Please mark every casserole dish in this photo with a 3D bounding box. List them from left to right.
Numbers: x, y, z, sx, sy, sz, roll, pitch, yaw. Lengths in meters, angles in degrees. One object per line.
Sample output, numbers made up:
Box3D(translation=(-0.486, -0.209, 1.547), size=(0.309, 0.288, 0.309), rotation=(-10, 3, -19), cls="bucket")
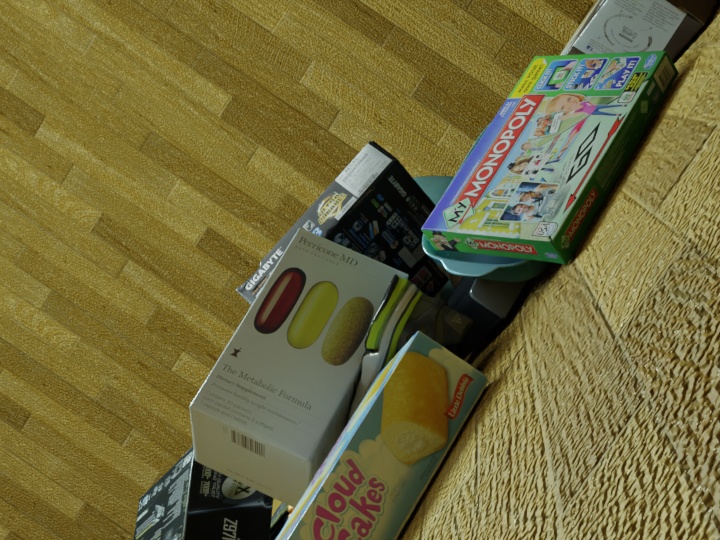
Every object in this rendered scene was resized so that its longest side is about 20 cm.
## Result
Box3D(translation=(0.133, -0.061, 1.086), size=(0.121, 0.039, 0.200), rotation=(6, 52, 37), cls="casserole dish")

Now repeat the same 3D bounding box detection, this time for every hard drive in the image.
Box3D(translation=(0.133, -0.016, 1.159), size=(0.200, 0.042, 0.135), rotation=(-56, 1, -31), cls="hard drive")

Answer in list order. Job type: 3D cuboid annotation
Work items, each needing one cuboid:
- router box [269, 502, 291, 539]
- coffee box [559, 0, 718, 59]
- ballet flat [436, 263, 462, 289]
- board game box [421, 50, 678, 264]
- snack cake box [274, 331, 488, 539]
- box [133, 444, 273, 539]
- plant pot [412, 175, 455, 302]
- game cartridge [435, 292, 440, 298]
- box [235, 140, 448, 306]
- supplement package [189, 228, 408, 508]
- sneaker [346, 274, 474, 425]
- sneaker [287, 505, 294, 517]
Box3D(translation=(-0.059, 0.260, 1.303), size=(0.200, 0.052, 0.157), rotation=(-56, 1, 43), cls="router box")
Box3D(translation=(0.249, -0.223, 1.173), size=(0.114, 0.080, 0.200), rotation=(-56, 0, -27), cls="coffee box")
Box3D(translation=(0.117, -0.028, 1.302), size=(0.200, 0.072, 0.068), rotation=(-56, -43, -46), cls="ballet flat")
Box3D(translation=(0.151, -0.094, 1.041), size=(0.134, 0.029, 0.200), rotation=(8, 56, 45), cls="board game box")
Box3D(translation=(0.006, 0.155, 0.964), size=(0.200, 0.067, 0.115), rotation=(-57, 2, -26), cls="snack cake box")
Box3D(translation=(-0.160, 0.279, 1.266), size=(0.200, 0.086, 0.164), rotation=(134, 146, -55), cls="box")
Box3D(translation=(0.088, -0.035, 1.548), size=(0.200, 0.135, 0.200), rotation=(-56, 1, 1), cls="plant pot")
Box3D(translation=(0.022, 0.081, 1.462), size=(0.200, 0.040, 0.134), rotation=(-41, 40, 39), cls="game cartridge")
Box3D(translation=(0.000, 0.000, 1.316), size=(0.199, 0.050, 0.200), rotation=(-47, -39, -1), cls="box")
Box3D(translation=(-0.051, 0.084, 1.134), size=(0.110, 0.114, 0.200), rotation=(97, -161, -57), cls="supplement package")
Box3D(translation=(0.041, 0.101, 1.091), size=(0.074, 0.081, 0.200), rotation=(-54, -21, -46), cls="sneaker")
Box3D(translation=(0.000, 0.160, 1.204), size=(0.077, 0.078, 0.200), rotation=(-53, 12, 49), cls="sneaker")
